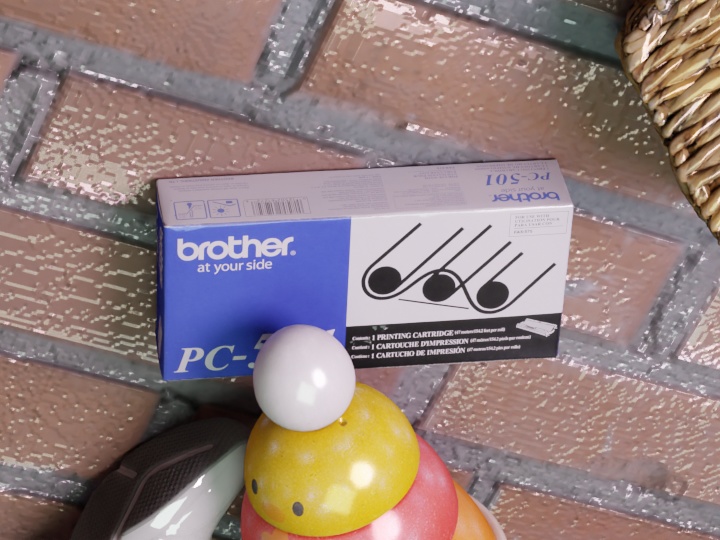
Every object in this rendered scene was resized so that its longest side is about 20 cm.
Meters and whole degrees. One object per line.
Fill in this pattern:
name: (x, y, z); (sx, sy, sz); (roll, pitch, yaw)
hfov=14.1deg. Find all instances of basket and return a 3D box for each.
basket: (0.223, -0.117, 1.364); (0.199, 0.149, 0.143); (-28, 94, 11)

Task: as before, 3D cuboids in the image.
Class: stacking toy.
stacking toy: (-0.014, 0.102, 1.428); (0.146, 0.146, 0.200); (-17, 130, 2)

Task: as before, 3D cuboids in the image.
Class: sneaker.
sneaker: (-0.115, 0.160, 1.486); (0.080, 0.070, 0.200); (39, 97, -25)

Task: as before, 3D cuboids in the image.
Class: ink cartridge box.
ink cartridge box: (0.000, 0.000, 1.421); (0.199, 0.044, 0.094); (-3, 126, -8)
